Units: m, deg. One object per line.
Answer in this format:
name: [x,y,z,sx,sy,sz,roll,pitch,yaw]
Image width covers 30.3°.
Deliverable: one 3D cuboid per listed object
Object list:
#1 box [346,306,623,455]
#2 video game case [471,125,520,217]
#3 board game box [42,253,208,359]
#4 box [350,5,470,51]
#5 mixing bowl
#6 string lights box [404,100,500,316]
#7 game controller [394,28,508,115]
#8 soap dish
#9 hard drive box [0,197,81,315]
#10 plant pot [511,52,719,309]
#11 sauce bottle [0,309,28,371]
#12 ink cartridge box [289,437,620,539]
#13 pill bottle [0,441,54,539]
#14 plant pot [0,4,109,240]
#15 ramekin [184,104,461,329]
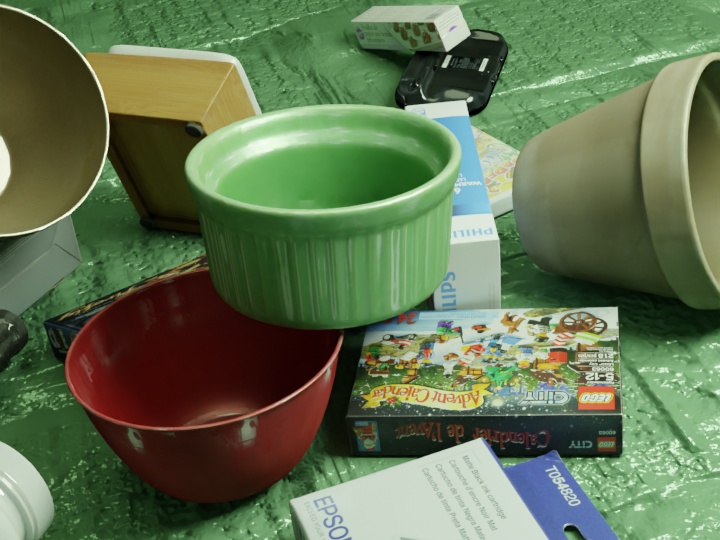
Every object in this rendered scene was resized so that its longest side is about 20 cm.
box: [0.097,0.081,1.003,0.198,0.038,0.137,-2,31,10]
video game case: [0.061,-0.086,1.297,0.199,0.023,0.182,-23,35,-24]
board game box: [-0.152,0.024,1.109,0.199,0.035,0.135,-24,12,-25]
box: [0.056,-0.283,1.549,0.041,0.039,0.199,-35,24,-20]
mixing bowl: [-0.105,0.094,0.959,0.198,0.109,0.201,-5,30,3]
string lights box: [0.076,-0.046,1.128,0.058,0.104,0.201,-6,40,-1]
game controller: [0.107,-0.228,1.514,0.103,0.042,0.201,15,36,8]
soap dish: [-0.163,-0.114,1.241,0.156,0.201,0.082,8,56,22]
hard drive box: [-0.387,-0.015,1.230,0.198,0.078,0.156,11,36,27]
plant pot: [0.226,-0.062,1.092,0.172,0.202,0.200,-7,26,36]
sauce bottle: [-0.329,0.101,1.042,0.064,0.065,0.201,4,33,18]
ink cartridge box: [0.075,0.186,0.836,0.198,0.041,0.200,-16,32,-13]
pill bottle: [-0.283,0.197,0.828,0.111,0.113,0.200,8,34,24]
plant pot: [-0.333,-0.113,1.154,0.199,0.202,0.134,-29,3,-31]
ramekin: [-0.024,-0.040,0.967,0.197,0.099,0.201,-3,27,1]
